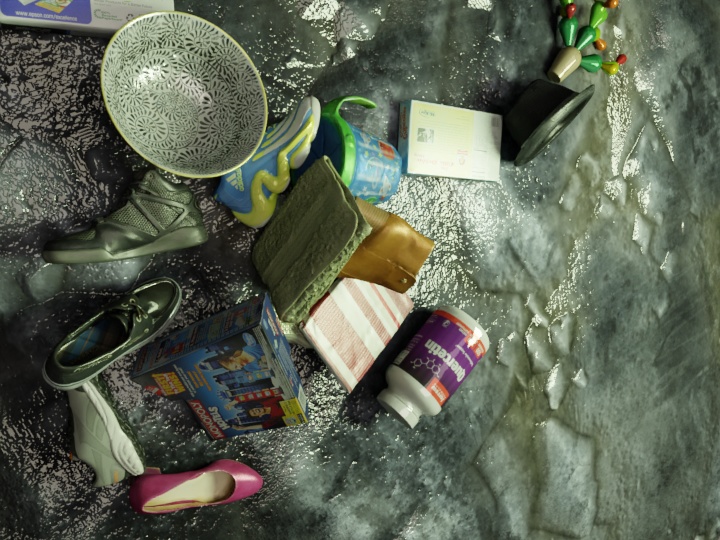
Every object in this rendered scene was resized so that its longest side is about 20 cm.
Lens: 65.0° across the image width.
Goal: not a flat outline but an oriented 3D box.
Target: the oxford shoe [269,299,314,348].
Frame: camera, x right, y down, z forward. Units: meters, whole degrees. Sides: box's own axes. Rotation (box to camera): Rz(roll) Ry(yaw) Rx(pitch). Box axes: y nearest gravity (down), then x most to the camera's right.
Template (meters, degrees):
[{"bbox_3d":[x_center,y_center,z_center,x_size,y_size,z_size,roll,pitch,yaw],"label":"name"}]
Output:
[{"bbox_3d":[-0.108,0.078,0.849,0.199,0.057,0.076,11,75,-45],"label":"oxford shoe"}]

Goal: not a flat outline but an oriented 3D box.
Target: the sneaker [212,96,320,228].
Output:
[{"bbox_3d":[-0.135,-0.161,0.772,0.104,0.076,0.201,25,99,-23],"label":"sneaker"}]

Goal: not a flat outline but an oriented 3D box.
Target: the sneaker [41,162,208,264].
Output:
[{"bbox_3d":[-0.298,-0.071,0.709,0.198,0.076,0.115,-17,103,-30],"label":"sneaker"}]

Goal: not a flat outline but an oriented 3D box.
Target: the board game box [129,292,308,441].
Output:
[{"bbox_3d":[-0.192,0.141,0.769,0.198,0.062,0.201,-11,127,7],"label":"board game box"}]

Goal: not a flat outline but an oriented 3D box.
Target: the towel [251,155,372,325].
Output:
[{"bbox_3d":[-0.075,-0.039,0.760,0.036,0.149,0.200,8,131,-46],"label":"towel"}]

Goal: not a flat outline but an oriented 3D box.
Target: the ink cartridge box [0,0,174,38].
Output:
[{"bbox_3d":[-0.327,-0.384,0.669,0.196,0.047,0.202,-5,98,-28],"label":"ink cartridge box"}]

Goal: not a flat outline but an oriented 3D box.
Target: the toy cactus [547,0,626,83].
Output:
[{"bbox_3d":[0.424,-0.425,1.070,0.165,0.102,0.200,-51,126,-3],"label":"toy cactus"}]

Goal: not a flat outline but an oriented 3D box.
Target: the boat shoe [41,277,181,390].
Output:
[{"bbox_3d":[-0.294,0.069,0.698,0.069,0.057,0.200,44,48,-2],"label":"boat shoe"}]

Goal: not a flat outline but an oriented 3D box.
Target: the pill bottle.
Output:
[{"bbox_3d":[0.120,0.163,0.953,0.200,0.112,0.113,-48,116,-16],"label":"pill bottle"}]

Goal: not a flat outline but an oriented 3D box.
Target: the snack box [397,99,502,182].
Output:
[{"bbox_3d":[0.155,-0.217,0.966,0.198,0.037,0.117,0,96,-30],"label":"snack box"}]

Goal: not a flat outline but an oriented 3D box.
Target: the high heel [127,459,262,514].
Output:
[{"bbox_3d":[-0.220,0.309,0.789,0.199,0.096,0.068,20,87,-30],"label":"high heel"}]

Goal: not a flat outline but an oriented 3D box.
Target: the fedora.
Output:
[{"bbox_3d":[0.319,-0.279,1.003,0.200,0.201,0.092,-41,81,-19],"label":"fedora"}]

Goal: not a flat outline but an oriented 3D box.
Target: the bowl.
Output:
[{"bbox_3d":[-0.227,-0.204,0.708,0.199,0.094,0.203,6,80,-35],"label":"bowl"}]

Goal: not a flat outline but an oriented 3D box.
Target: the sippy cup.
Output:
[{"bbox_3d":[-0.014,-0.151,0.834,0.129,0.140,0.178,3,136,-40],"label":"sippy cup"}]

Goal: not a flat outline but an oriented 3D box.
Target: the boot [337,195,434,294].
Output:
[{"bbox_3d":[0.000,-0.001,0.813,0.143,0.071,0.201,33,123,-15],"label":"boot"}]

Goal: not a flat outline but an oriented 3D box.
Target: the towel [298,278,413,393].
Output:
[{"bbox_3d":[-0.001,0.071,0.896,0.200,0.023,0.145,-50,117,-32],"label":"towel"}]

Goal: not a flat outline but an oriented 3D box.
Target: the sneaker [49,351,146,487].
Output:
[{"bbox_3d":[-0.346,0.191,0.718,0.079,0.074,0.202,-25,108,-19],"label":"sneaker"}]
